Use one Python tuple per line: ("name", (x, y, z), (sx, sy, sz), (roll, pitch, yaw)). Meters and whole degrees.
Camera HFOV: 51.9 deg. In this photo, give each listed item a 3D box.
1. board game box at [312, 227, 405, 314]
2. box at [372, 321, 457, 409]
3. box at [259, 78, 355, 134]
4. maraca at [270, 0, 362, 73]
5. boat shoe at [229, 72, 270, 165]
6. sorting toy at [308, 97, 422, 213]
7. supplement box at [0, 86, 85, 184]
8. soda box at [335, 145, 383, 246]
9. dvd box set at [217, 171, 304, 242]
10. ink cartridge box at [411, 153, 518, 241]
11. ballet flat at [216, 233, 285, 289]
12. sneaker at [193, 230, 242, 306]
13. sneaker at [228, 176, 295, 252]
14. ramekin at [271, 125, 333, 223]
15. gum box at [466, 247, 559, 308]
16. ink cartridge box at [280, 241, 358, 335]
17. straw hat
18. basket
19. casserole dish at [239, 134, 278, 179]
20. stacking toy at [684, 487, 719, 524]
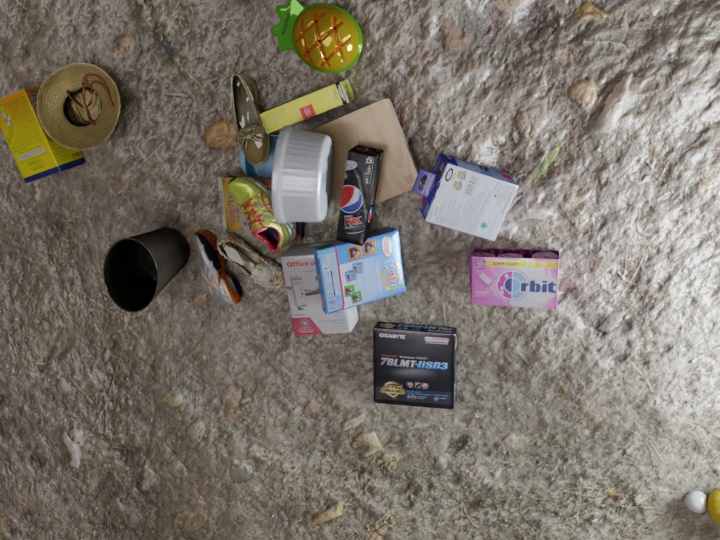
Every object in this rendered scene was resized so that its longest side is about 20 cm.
("board game box", (0.000, 0.000, 1.672), (0.199, 0.037, 0.152), (-14, 109, -19))
("box", (0.130, 0.228, 1.774), (0.199, 0.050, 0.200), (4, 111, 12))
("box", (-0.116, -0.357, 1.611), (0.199, 0.075, 0.050), (-17, 105, 18))
("maraca", (-0.091, -0.489, 1.538), (0.199, 0.107, 0.138), (22, 114, 6))
("boat shoe", (-0.249, -0.331, 1.628), (0.073, 0.063, 0.202), (-9, 88, 14))
("sorting toy", (0.014, -0.250, 1.619), (0.198, 0.070, 0.201), (-19, 104, 19))
("supplement box", (-0.766, -0.325, 1.762), (0.109, 0.109, 0.201), (-14, 105, 18))
("soda box", (-0.003, -0.160, 1.579), (0.063, 0.071, 0.201), (13, 112, 10))
("dvd box set", (-0.228, -0.147, 1.714), (0.199, 0.029, 0.147), (11, 130, 10))
("ink cartridge box", (0.213, -0.160, 1.566), (0.199, 0.076, 0.137), (14, 113, -15))
("ballet flat", (-0.265, -0.014, 1.772), (0.199, 0.064, 0.076), (33, 103, 0))
("sneaker", (-0.372, 0.003, 1.804), (0.092, 0.076, 0.201), (-18, 103, 23))
("sneaker", (-0.225, -0.123, 1.653), (0.078, 0.090, 0.200), (-29, 113, 34))
("ramekin", (-0.116, -0.194, 1.532), (0.097, 0.201, 0.202), (6, 111, 5))
("gum box", (0.335, 0.016, 1.636), (0.199, 0.066, 0.114), (2, 110, 13))
("ink cartridge box", (-0.096, 0.043, 1.743), (0.146, 0.083, 0.201), (-4, 108, 15))
("straw hat", (-0.639, -0.381, 1.725), (0.200, 0.085, 0.202), (0, 102, 1))
("basket", (-0.497, -0.022, 1.754), (0.135, 0.200, 0.181), (16, 113, 7))
("casserole dish", (-0.177, -0.250, 1.683), (0.199, 0.039, 0.122), (5, 110, 11))
("stacking toy", (0.843, 0.539, 1.681), (0.199, 0.146, 0.147), (1, 110, 30))
